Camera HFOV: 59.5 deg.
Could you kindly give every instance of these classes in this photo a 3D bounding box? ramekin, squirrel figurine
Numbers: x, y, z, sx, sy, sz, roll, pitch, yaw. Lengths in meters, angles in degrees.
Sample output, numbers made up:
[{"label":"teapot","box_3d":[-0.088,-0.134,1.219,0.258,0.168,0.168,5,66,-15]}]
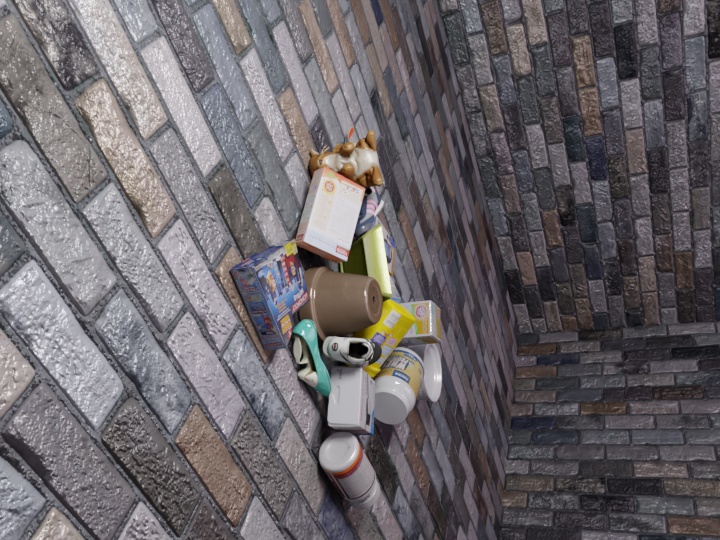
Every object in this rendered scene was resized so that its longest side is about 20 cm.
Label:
[{"label":"ramekin","box_3d":[0.209,0.353,2.181,0.200,0.096,0.206,-7,90,-67]},{"label":"squirrel figurine","box_3d":[-0.045,-0.281,1.691,0.200,0.182,0.145,-119,-161,-84]}]

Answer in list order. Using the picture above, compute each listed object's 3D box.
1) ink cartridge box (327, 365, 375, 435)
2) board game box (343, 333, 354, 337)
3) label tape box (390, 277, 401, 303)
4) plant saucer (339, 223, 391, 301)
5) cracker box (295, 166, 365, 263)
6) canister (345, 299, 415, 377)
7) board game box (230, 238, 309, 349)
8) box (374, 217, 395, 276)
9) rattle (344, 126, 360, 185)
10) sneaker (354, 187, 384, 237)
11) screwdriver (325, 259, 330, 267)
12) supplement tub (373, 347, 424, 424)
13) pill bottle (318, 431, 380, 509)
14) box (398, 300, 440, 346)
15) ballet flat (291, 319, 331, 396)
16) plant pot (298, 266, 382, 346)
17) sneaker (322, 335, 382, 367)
[{"label":"ink cartridge box","box_3d":[-0.019,0.340,1.627,0.200,0.082,0.149,60,31,-67]},{"label":"board game box","box_3d":[0.004,0.151,1.828,0.200,0.038,0.161,-53,132,-58]},{"label":"label tape box","box_3d":[0.060,0.065,1.864,0.203,0.065,0.143,63,18,17]},{"label":"plant saucer","box_3d":[0.000,0.000,1.704,0.047,0.199,0.205,0,74,-32]},{"label":"cracker box","box_3d":[-0.076,-0.138,1.584,0.132,0.057,0.205,24,72,-30]},{"label":"canister","box_3d":[0.049,0.181,1.723,0.201,0.086,0.148,-52,145,6]},{"label":"board game box","box_3d":[-0.188,0.058,1.386,0.200,0.060,0.205,-41,123,-62]},{"label":"box","box_3d":[0.059,-0.081,2.018,0.201,0.041,0.122,54,37,-53]},{"label":"rattle","box_3d":[-0.048,-0.310,1.842,0.130,0.140,0.204,133,-63,-80]},{"label":"sneaker","box_3d":[0.005,-0.166,1.727,0.083,0.069,0.201,53,29,-19]},{"label":"screwdriver","box_3d":[-0.092,-0.023,1.671,0.029,0.028,0.204,-32,118,-31]},{"label":"supplement tub","box_3d":[0.107,0.345,1.891,0.201,0.141,0.147,-60,137,-54]},{"label":"pill bottle","box_3d":[-0.023,0.510,1.592,0.111,0.107,0.202,-71,146,-44]},{"label":"box","box_3d":[0.144,0.167,1.951,0.101,0.196,0.115,37,51,-58]},{"label":"ballet flat","box_3d":[-0.125,0.219,1.504,0.070,0.066,0.205,-26,110,-39]},{"label":"plant pot","box_3d":[-0.039,0.084,1.584,0.199,0.171,0.206,-6,90,-67]},{"label":"sneaker","box_3d":[0.003,0.203,1.550,0.198,0.087,0.076,11,80,-49]}]
